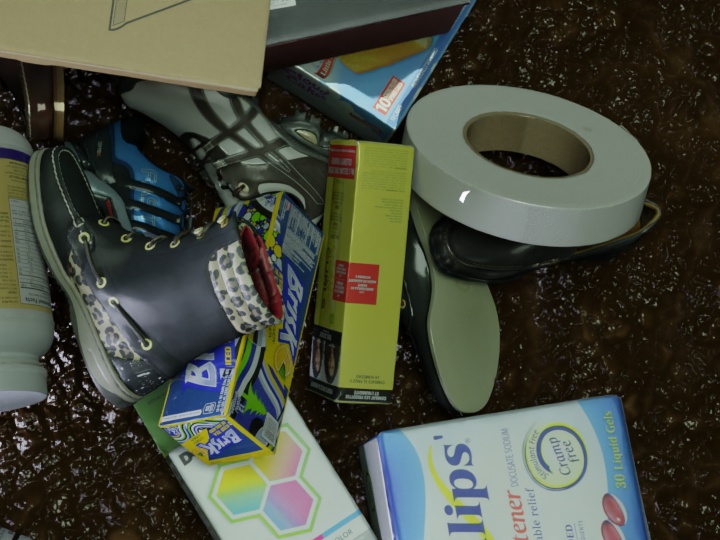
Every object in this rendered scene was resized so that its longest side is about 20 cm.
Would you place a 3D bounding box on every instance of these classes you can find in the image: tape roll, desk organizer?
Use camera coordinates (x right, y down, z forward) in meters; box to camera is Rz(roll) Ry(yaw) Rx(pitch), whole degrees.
[{"bbox_3d":[0.130,-0.086,1.550,0.201,0.203,0.037,7,121,-8],"label":"tape roll"},{"bbox_3d":[-0.023,-0.209,1.527,0.198,0.077,0.072,-13,80,-11],"label":"desk organizer"}]

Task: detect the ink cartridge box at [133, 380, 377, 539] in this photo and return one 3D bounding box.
[{"bbox_3d":[-0.083,0.156,1.517,0.103,0.059,0.201,-31,84,-13],"label":"ink cartridge box"}]

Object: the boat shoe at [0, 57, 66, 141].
[{"bbox_3d":[-0.268,-0.179,1.528,0.070,0.071,0.201,-1,49,-16],"label":"boat shoe"}]

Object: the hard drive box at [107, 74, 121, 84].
[{"bbox_3d":[-0.154,-0.248,1.517,0.077,0.200,0.156,44,74,1],"label":"hard drive box"}]

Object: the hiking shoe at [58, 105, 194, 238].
[{"bbox_3d":[-0.158,-0.033,1.536,0.086,0.074,0.201,-32,85,-14],"label":"hiking shoe"}]

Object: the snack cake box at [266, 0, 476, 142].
[{"bbox_3d":[0.025,-0.216,1.610,0.115,0.067,0.201,32,75,-3],"label":"snack cake box"}]

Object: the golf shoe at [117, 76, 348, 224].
[{"bbox_3d":[-0.104,-0.095,1.546,0.199,0.078,0.095,21,79,-15],"label":"golf shoe"}]

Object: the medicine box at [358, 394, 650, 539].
[{"bbox_3d":[0.113,0.205,1.519,0.198,0.103,0.184,-8,80,-12],"label":"medicine box"}]

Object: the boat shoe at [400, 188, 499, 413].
[{"bbox_3d":[0.060,0.018,1.572,0.073,0.063,0.203,-5,79,-42],"label":"boat shoe"}]

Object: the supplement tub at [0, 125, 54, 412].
[{"bbox_3d":[-0.306,0.003,1.467,0.144,0.145,0.202,-6,80,-11],"label":"supplement tub"}]

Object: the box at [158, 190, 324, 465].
[{"bbox_3d":[-0.088,0.043,1.487,0.064,0.070,0.201,44,46,-39],"label":"box"}]

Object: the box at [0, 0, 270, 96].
[{"bbox_3d":[-0.160,-0.218,1.396,0.198,0.021,0.165,8,78,-7],"label":"box"}]

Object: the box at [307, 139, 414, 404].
[{"bbox_3d":[0.000,0.000,1.529,0.050,0.075,0.202,5,94,-20],"label":"box"}]

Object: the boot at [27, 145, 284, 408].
[{"bbox_3d":[-0.151,-0.019,1.444,0.153,0.073,0.205,-24,79,19],"label":"boot"}]

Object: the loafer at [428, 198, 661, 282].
[{"bbox_3d":[0.148,-0.036,1.564,0.199,0.072,0.073,-12,85,-29],"label":"loafer"}]

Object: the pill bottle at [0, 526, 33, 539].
[{"bbox_3d":[-0.310,0.231,1.436,0.199,0.112,0.113,22,76,-5],"label":"pill bottle"}]
